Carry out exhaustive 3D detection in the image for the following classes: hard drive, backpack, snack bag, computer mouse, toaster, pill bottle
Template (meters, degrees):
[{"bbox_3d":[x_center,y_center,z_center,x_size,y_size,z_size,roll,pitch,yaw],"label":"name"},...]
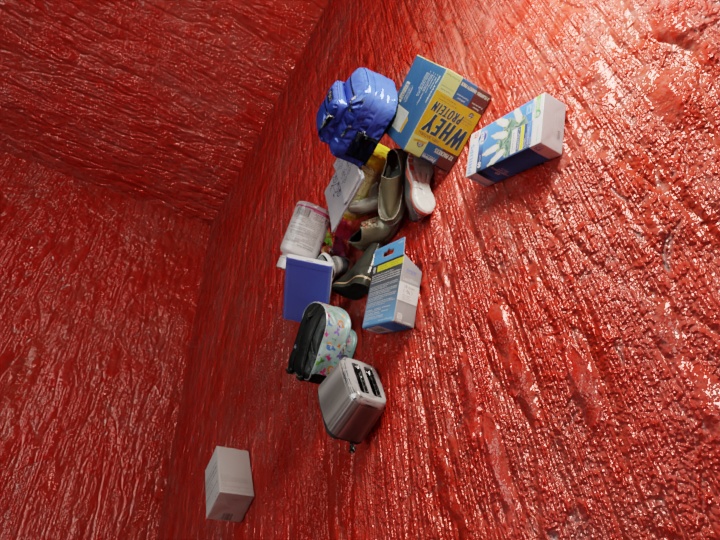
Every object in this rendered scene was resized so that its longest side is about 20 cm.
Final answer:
[{"bbox_3d":[-0.149,0.059,1.470,0.025,0.130,0.202,-67,-13,-60],"label":"hard drive"},{"bbox_3d":[-0.006,-0.385,1.285,0.200,0.166,0.164,-47,41,38],"label":"backpack"},{"bbox_3d":[-0.052,-0.235,1.435,0.201,0.021,0.190,-57,32,37],"label":"snack bag"},{"bbox_3d":[-0.112,0.034,1.510,0.110,0.043,0.201,57,134,33],"label":"computer mouse"},{"bbox_3d":[-0.020,0.297,1.201,0.130,0.113,0.201,-57,27,20],"label":"toaster"},{"bbox_3d":[-0.165,-0.088,1.521,0.113,0.112,0.202,9,78,64],"label":"pill bottle"},{"bbox_3d":[-0.098,0.189,1.388,0.177,0.149,0.203,7,86,61],"label":"backpack"}]

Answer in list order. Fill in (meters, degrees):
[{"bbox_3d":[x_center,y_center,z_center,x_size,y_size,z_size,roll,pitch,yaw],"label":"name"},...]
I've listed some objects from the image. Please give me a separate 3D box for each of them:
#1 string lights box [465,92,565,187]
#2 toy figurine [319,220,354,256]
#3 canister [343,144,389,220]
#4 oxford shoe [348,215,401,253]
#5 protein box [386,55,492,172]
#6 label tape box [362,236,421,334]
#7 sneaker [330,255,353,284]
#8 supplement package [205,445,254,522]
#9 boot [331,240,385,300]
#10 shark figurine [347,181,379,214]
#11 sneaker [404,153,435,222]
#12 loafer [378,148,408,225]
[{"bbox_3d":[0.294,-0.244,1.012,0.199,0.058,0.104,-18,58,59],"label":"string lights box"},{"bbox_3d":[-0.094,-0.078,1.622,0.183,0.149,0.203,-14,81,49],"label":"toy figurine"},{"bbox_3d":[0.013,-0.250,1.490,0.148,0.086,0.201,-27,-30,-60],"label":"canister"},{"bbox_3d":[0.040,-0.111,1.408,0.200,0.074,0.071,-44,34,42],"label":"oxford shoe"},{"bbox_3d":[0.173,-0.378,1.260,0.200,0.134,0.201,-61,27,20],"label":"protein box"},{"bbox_3d":[0.078,0.040,1.241,0.144,0.063,0.203,-21,54,59],"label":"label tape box"},{"bbox_3d":[-0.099,0.019,1.579,0.199,0.079,0.079,-28,69,42],"label":"sneaker"},{"bbox_3d":[-0.437,0.705,1.739,0.121,0.120,0.200,-62,26,17],"label":"supplement package"},{"bbox_3d":[0.000,0.000,1.439,0.199,0.077,0.140,-13,50,58],"label":"boot"},{"bbox_3d":[0.079,-0.197,1.422,0.214,0.128,0.090,-36,68,13],"label":"shark figurine"},{"bbox_3d":[0.131,-0.207,1.299,0.082,0.076,0.202,131,148,-50],"label":"sneaker"},{"bbox_3d":[0.074,-0.215,1.322,0.074,0.069,0.203,3,85,27],"label":"loafer"}]
